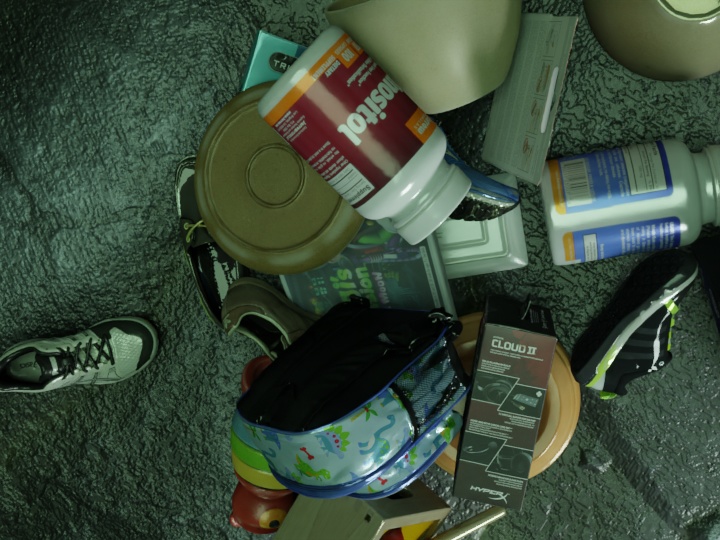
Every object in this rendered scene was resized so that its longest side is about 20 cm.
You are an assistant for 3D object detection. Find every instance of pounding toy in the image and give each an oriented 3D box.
[{"bbox_3d":[0.024,0.299,1.241,0.142,0.199,0.185,37,104,30],"label":"pounding toy"}]

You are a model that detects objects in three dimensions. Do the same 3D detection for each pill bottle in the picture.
[{"bbox_3d":[0.290,-0.075,1.170,0.198,0.112,0.113,-9,98,9],"label":"pill bottle"},{"bbox_3d":[0.007,-0.124,1.068,0.200,0.113,0.113,44,102,-9],"label":"pill bottle"}]

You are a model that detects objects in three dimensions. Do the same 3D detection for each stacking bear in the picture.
[{"bbox_3d":[-0.098,0.209,1.275,0.120,0.114,0.202,1,114,-28],"label":"stacking bear"}]

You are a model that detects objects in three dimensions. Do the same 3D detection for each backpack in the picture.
[{"bbox_3d":[-0.006,0.139,1.114,0.182,0.199,0.148,6,125,51],"label":"backpack"}]

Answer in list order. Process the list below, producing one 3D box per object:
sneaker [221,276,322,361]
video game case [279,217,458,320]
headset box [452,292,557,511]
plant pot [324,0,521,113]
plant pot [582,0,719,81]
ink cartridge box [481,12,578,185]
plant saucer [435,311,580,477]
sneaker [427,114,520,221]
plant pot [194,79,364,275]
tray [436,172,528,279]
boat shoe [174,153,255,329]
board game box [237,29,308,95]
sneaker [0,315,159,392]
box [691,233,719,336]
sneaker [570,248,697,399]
[{"bbox_3d":[-0.064,0.084,1.228,0.199,0.076,0.071,27,129,-12],"label":"sneaker"},{"bbox_3d":[0.000,0.000,1.214,0.180,0.023,0.201,-6,127,16],"label":"video game case"},{"bbox_3d":[0.150,0.123,1.166,0.076,0.149,0.202,12,100,5],"label":"headset box"},{"bbox_3d":[0.079,-0.239,1.134,0.199,0.201,0.135,-20,109,11],"label":"plant pot"},{"bbox_3d":[0.324,-0.291,1.119,0.198,0.134,0.203,1,99,8],"label":"plant pot"},{"bbox_3d":[0.182,-0.173,1.125,0.050,0.200,0.163,8,101,-14],"label":"ink cartridge box"},{"bbox_3d":[0.147,0.148,1.265,0.198,0.037,0.202,1,100,7],"label":"plant saucer"},{"bbox_3d":[0.082,-0.118,1.188,0.198,0.079,0.090,24,74,-10],"label":"sneaker"},{"bbox_3d":[-0.084,-0.096,1.154,0.198,0.027,0.202,0,92,16],"label":"plant pot"},{"bbox_3d":[0.081,-0.041,1.251,0.198,0.022,0.109,-8,97,9],"label":"tray"},{"bbox_3d":[-0.165,-0.032,1.267,0.071,0.061,0.203,-17,96,11],"label":"boat shoe"},{"bbox_3d":[-0.070,-0.140,1.221,0.150,0.047,0.202,17,99,-13],"label":"board game box"},{"bbox_3d":[-0.332,0.107,1.301,0.198,0.088,0.076,-15,95,9],"label":"sneaker"},{"bbox_3d":[0.409,0.074,1.137,0.078,0.141,0.201,-21,112,10],"label":"box"},{"bbox_3d":[0.306,0.061,1.204,0.082,0.072,0.200,27,126,-12],"label":"sneaker"}]
